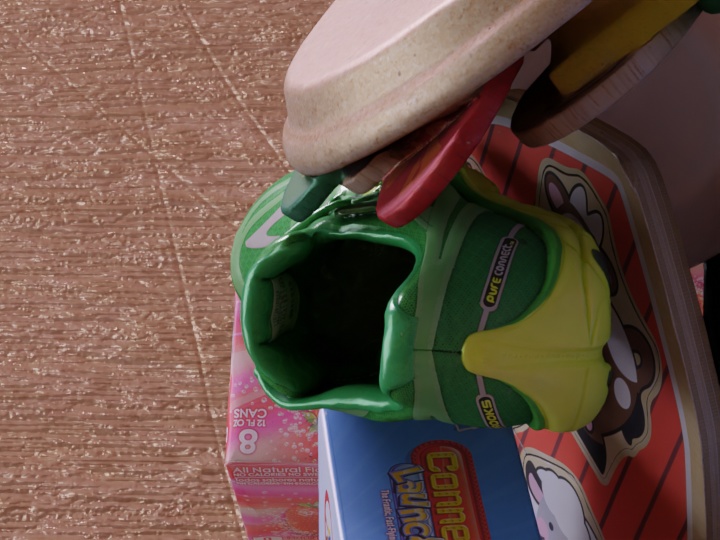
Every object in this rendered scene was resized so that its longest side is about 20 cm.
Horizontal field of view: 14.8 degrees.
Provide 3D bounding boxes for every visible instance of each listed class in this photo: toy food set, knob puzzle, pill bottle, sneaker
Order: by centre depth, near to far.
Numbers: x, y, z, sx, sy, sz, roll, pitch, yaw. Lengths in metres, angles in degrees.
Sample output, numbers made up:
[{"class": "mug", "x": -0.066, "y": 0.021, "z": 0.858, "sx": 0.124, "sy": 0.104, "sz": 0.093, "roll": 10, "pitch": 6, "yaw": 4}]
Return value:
[{"class": "toy food set", "x": 0.054, "y": -0.085, "z": 0.745, "sx": 0.049, "sy": 0.200, "sz": 0.198, "roll": 48, "pitch": -155, "yaw": -12}, {"class": "sneaker", "x": 0.000, "y": 0.000, "z": 0.795, "sx": 0.200, "sy": 0.083, "sz": 0.074, "roll": -163, "pitch": 75, "yaw": -66}, {"class": "knob puzzle", "x": 0.050, "y": 0.035, "z": 0.826, "sx": 0.220, "sy": 0.030, "sz": 0.220, "roll": 46, "pitch": 143, "yaw": 51}, {"class": "pill bottle", "x": 0.089, "y": -0.071, "z": 0.956, "sx": 0.200, "sy": 0.112, "sz": 0.113, "roll": -72, "pitch": -18, "yaw": -76}]

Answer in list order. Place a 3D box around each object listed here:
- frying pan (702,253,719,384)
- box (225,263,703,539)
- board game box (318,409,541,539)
[{"class": "frying pan", "x": 0.118, "y": 0.084, "z": 0.847, "sx": 0.190, "sy": 0.031, "sz": 0.115, "roll": -80, "pitch": -8, "yaw": -62}, {"class": "box", "x": 0.052, "y": 0.047, "z": 1.063, "sx": 0.095, "sy": 0.200, "sz": 0.103, "roll": 80, "pitch": -169, "yaw": -65}, {"class": "board game box", "x": 0.024, "y": 0.170, "z": 0.772, "sx": 0.200, "sy": 0.056, "sz": 0.196, "roll": -100, "pitch": 9, "yaw": -58}]
